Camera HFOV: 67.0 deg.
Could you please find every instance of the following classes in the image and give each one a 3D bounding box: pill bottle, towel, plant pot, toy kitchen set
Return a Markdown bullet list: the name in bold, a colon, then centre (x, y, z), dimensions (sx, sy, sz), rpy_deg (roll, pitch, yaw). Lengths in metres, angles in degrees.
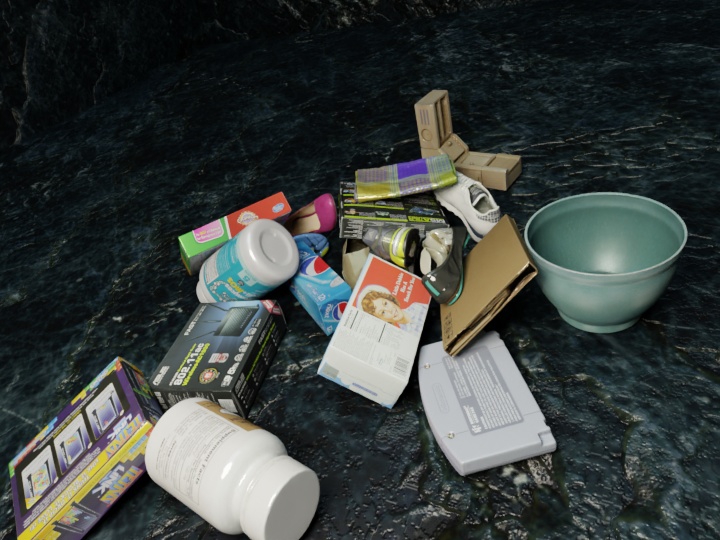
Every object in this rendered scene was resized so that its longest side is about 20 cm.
- **pill bottle**: centre (-0.204, 0.002, 0.940), dimensions (0.199, 0.111, 0.111), rpy_deg (-31, 20, 38)
- **towel**: centre (0.082, -0.178, 1.037), dimensions (0.197, 0.023, 0.144), rpy_deg (-8, 29, 9)
- **plant pot**: centre (0.335, 0.000, 0.760), dimensions (0.197, 0.136, 0.201), rpy_deg (-10, 34, 7)
- **pill bottle**: centre (-0.148, 0.234, 0.632), dimensions (0.198, 0.116, 0.114), rpy_deg (14, 43, 36)
- **toy kitchen set**: centre (0.204, -0.250, 1.125), dimensions (0.198, 0.182, 0.163), rpy_deg (15, 45, 36)

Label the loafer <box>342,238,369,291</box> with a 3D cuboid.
- **loafer**: centre (0.000, 0.000, 0.947), dimensions (0.075, 0.068, 0.201), rpy_deg (-18, 34, -5)

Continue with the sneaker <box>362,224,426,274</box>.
- **sneaker**: centre (0.059, -0.041, 0.894), dimensions (0.080, 0.200, 0.075), rpy_deg (19, 85, 14)

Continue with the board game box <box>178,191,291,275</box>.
- **board game box**: centre (-0.233, -0.065, 1.007), dimensions (0.198, 0.041, 0.153), rpy_deg (-28, -3, -21)

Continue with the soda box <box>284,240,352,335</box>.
- **soda box**: centre (-0.080, 0.025, 0.943), dimensions (0.064, 0.069, 0.200), rpy_deg (-27, 36, -17)

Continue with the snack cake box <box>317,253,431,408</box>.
- **snack cake box**: centre (0.028, 0.080, 0.781), dimensions (0.114, 0.068, 0.201), rpy_deg (24, 43, 1)

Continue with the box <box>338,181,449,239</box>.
- **box**: centre (0.056, -0.113, 1.042), dimensions (0.196, 0.048, 0.194), rpy_deg (3, 30, -6)

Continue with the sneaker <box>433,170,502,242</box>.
- **sneaker**: centre (0.201, -0.144, 1.022), dimensions (0.076, 0.081, 0.201), rpy_deg (-30, 54, -10)

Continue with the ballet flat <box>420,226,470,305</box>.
- **ballet flat**: centre (0.131, -0.027, 0.848), dimensions (0.068, 0.068, 0.201), rpy_deg (32, 32, -6)

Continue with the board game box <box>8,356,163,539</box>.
- **board game box**: centre (-0.353, 0.237, 0.710), dimensions (0.200, 0.057, 0.165), rpy_deg (-46, 42, -9)

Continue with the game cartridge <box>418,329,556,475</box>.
- **game cartridge**: centre (0.145, 0.162, 0.694), dimensions (0.131, 0.041, 0.201), rpy_deg (-12, 34, -1)

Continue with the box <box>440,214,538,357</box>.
- **box**: centre (0.173, 0.013, 0.778), dimensions (0.164, 0.021, 0.200), rpy_deg (-50, 9, 22)

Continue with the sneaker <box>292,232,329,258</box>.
- **sneaker**: centre (-0.159, -0.037, 1.057), dimensions (0.197, 0.072, 0.083), rpy_deg (-16, 32, -5)

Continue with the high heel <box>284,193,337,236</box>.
- **high heel**: centre (-0.108, -0.096, 1.060), dimensions (0.095, 0.068, 0.200), rpy_deg (-13, -10, -20)

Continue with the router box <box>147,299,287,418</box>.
- **router box**: centre (-0.218, 0.132, 0.849), dimensions (0.147, 0.063, 0.201), rpy_deg (-4, 36, 18)
